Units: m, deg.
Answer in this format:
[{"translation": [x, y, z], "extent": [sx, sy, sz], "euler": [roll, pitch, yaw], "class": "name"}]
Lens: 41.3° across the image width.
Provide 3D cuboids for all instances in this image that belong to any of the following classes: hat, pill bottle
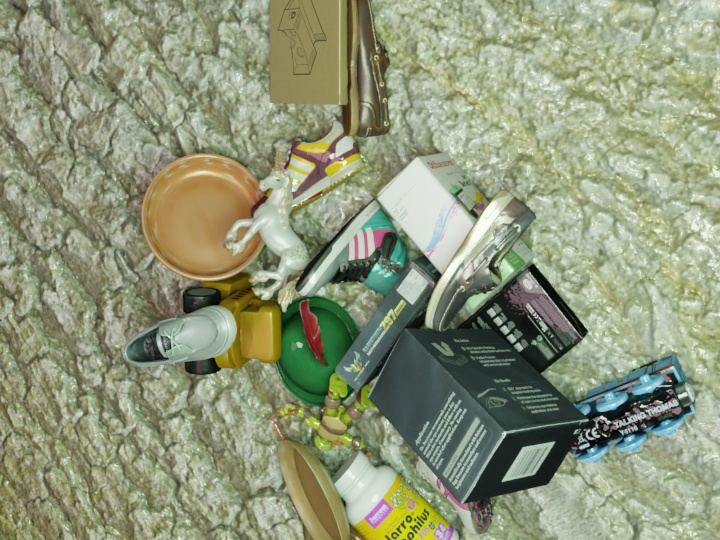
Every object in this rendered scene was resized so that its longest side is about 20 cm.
[{"translation": [-0.100, 0.129, 1.425], "extent": [0.162, 0.176, 0.205], "euler": [-3, 98, 23], "class": "hat"}, {"translation": [0.046, 0.366, 1.428], "extent": [0.200, 0.104, 0.104], "euler": [43, 113, -1], "class": "pill bottle"}]

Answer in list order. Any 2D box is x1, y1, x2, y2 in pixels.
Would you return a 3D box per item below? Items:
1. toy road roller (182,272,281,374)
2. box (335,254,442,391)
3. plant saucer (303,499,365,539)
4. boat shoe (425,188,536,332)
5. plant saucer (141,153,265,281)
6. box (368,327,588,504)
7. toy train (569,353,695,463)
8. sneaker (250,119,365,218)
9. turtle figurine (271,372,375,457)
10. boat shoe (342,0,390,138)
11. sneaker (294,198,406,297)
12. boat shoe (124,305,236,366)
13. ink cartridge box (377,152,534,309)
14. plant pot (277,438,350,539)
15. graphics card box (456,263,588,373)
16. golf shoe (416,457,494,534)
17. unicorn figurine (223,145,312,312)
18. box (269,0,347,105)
[{"translation": [-0.177, 0.083, 1.446], "extent": [0.142, 0.200, 0.126], "euler": [4, 102, 13], "class": "toy road roller"}, {"translation": [0.059, 0.064, 1.357], "extent": [0.051, 0.157, 0.201], "euler": [40, 113, 12], "class": "box"}, {"translation": [-0.010, 0.432, 1.519], "extent": [0.196, 0.035, 0.205], "euler": [4, 101, 22], "class": "plant saucer"}, {"translation": [0.149, -0.002, 1.196], "extent": [0.064, 0.072, 0.202], "euler": [34, 103, 18], "class": "boat shoe"}, {"translation": [-0.238, -0.079, 1.475], "extent": [0.195, 0.037, 0.205], "euler": [3, 75, -11], "class": "plant saucer"}, {"translation": [0.151, 0.178, 1.230], "extent": [0.200, 0.194, 0.119], "euler": [45, 117, 36], "class": "box"}, {"translation": [0.351, 0.188, 1.276], "extent": [0.198, 0.114, 0.088], "euler": [-27, 91, 24], "class": "toy train"}, {"translation": [-0.091, -0.146, 1.434], "extent": [0.197, 0.075, 0.092], "euler": [-28, 88, 15], "class": "sneaker"}, {"translation": [-0.030, 0.236, 1.473], "extent": [0.198, 0.065, 0.163], "euler": [32, 128, 2], "class": "turtle figurine"}, {"translation": [0.008, -0.294, 1.372], "extent": [0.069, 0.070, 0.205], "euler": [-4, 102, -15], "class": "boat shoe"}, {"translation": [0.000, 0.000, 1.369], "extent": [0.121, 0.200, 0.083], "euler": [46, 144, -5], "class": "sneaker"}, {"translation": [-0.257, 0.101, 1.344], "extent": [0.198, 0.071, 0.072], "euler": [-18, 88, 38], "class": "boat shoe"}, {"translation": [0.133, -0.060, 1.310], "extent": [0.084, 0.144, 0.201], "euler": [-43, 81, 22], "class": "ink cartridge box"}, {"translation": [-0.067, 0.343, 1.445], "extent": [0.201, 0.027, 0.203], "euler": [50, 153, 37], "class": "plant pot"}, {"translation": [0.209, 0.103, 1.358], "extent": [0.200, 0.051, 0.126], "euler": [-44, 80, 25], "class": "graphics card box"}, {"translation": [0.132, 0.296, 1.418], "extent": [0.091, 0.072, 0.204], "euler": [-28, 78, 31], "class": "golf shoe"}, {"translation": [-0.128, -0.055, 1.379], "extent": [0.136, 0.074, 0.202], "euler": [-34, 104, -11], "class": "unicorn figurine"}, {"translation": [-0.078, -0.344, 1.387], "extent": [0.162, 0.021, 0.205], "euler": [11, 105, 46], "class": "box"}]
